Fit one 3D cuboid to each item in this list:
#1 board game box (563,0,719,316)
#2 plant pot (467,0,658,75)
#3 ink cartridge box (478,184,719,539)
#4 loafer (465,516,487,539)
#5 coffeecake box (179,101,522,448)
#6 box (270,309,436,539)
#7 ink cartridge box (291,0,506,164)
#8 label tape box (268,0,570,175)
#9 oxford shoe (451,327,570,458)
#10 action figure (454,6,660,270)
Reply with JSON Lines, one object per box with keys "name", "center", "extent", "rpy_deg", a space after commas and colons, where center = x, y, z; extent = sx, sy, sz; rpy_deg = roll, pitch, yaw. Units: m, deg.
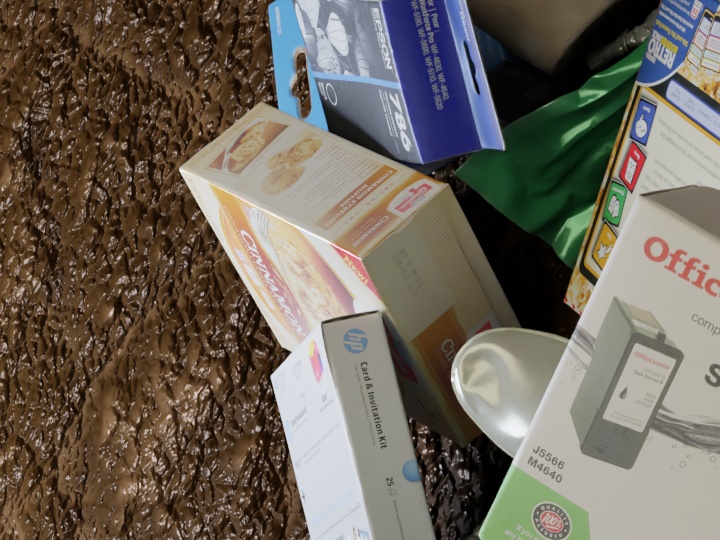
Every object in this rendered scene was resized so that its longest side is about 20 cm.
{"name": "board game box", "center": [0.184, -0.044, 1.595], "extent": [0.152, 0.046, 0.201], "rpy_deg": [-130, 54, -61]}
{"name": "plant pot", "center": [0.098, -0.215, 1.707], "extent": [0.174, 0.200, 0.200], "rpy_deg": [49, 120, 9]}
{"name": "ink cartridge box", "center": [0.170, 0.078, 1.471], "extent": [0.145, 0.084, 0.201], "rpy_deg": [31, 109, 23]}
{"name": "loafer", "center": [0.135, 0.127, 1.653], "extent": [0.200, 0.070, 0.075], "rpy_deg": [-45, 25, 13]}
{"name": "coffeecake box", "center": [0.000, 0.000, 1.779], "extent": [0.073, 0.154, 0.200], "rpy_deg": [-40, 35, -18]}
{"name": "box", "center": [0.001, 0.138, 1.725], "extent": [0.156, 0.041, 0.201], "rpy_deg": [131, 125, -72]}
{"name": "ink cartridge box", "center": [0.019, -0.116, 1.722], "extent": [0.200, 0.039, 0.100], "rpy_deg": [13, 120, 69]}
{"name": "label tape box", "center": [0.035, -0.142, 1.871], "extent": [0.200, 0.063, 0.145], "rpy_deg": [-30, 56, 41]}
{"name": "oxford shoe", "center": [0.128, 0.092, 1.578], "extent": [0.200, 0.058, 0.075], "rpy_deg": [36, 101, 24]}
{"name": "action figure", "center": [0.160, -0.098, 1.689], "extent": [0.200, 0.118, 0.055], "rpy_deg": [-45, 33, 18]}
